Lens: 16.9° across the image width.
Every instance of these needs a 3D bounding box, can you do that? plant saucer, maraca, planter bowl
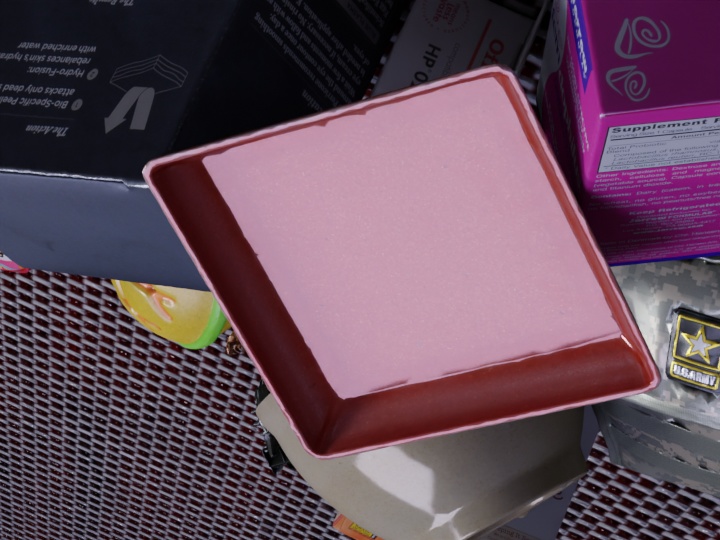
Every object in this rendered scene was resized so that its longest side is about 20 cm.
[{"bbox_3d":[0.024,-0.007,1.186,0.199,0.037,0.200,-14,123,24],"label":"plant saucer"},{"bbox_3d":[-0.109,-0.023,1.615,0.107,0.138,0.200,-10,165,-25],"label":"maraca"},{"bbox_3d":[0.056,0.094,1.458,0.135,0.200,0.200,60,160,8],"label":"planter bowl"}]

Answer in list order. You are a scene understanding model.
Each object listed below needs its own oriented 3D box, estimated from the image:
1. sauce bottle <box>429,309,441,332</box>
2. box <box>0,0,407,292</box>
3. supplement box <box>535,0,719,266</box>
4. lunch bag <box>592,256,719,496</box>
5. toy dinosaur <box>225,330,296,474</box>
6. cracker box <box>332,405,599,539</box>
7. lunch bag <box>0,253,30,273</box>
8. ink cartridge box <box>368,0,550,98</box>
[{"bbox_3d":[0.110,-0.026,1.279,0.066,0.199,0.066,59,167,23],"label":"sauce bottle"},{"bbox_3d":[-0.111,-0.104,1.309,0.196,0.201,0.117,7,153,40],"label":"box"},{"bbox_3d":[0.146,-0.084,1.161,0.103,0.102,0.200,-6,159,-4],"label":"supplement box"},{"bbox_3d":[0.221,0.050,1.418,0.164,0.118,0.200,16,151,26],"label":"lunch bag"},{"bbox_3d":[-0.045,0.065,1.710,0.200,0.136,0.102,-1,161,-45],"label":"toy dinosaur"},{"bbox_3d":[0.083,0.104,1.592,0.134,0.201,0.058,25,158,-3],"label":"cracker box"},{"bbox_3d":[-0.287,-0.071,1.758,0.176,0.082,0.200,19,160,3],"label":"lunch bag"},{"bbox_3d":[0.035,-0.080,1.324,0.068,0.115,0.200,24,158,-2],"label":"ink cartridge box"}]
